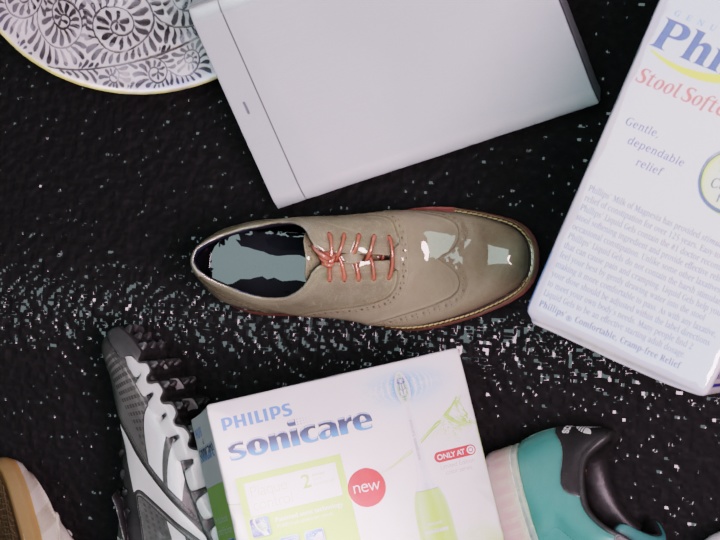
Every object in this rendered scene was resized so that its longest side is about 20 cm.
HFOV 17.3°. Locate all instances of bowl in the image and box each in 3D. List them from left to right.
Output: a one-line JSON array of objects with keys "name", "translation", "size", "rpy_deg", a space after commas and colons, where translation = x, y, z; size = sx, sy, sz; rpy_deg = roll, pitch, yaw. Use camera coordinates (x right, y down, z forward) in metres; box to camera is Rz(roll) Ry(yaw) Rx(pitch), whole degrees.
[{"name": "bowl", "translation": [-0.127, -0.210, 1.357], "size": [0.200, 0.094, 0.201], "rpy_deg": [-5, 126, -7]}]

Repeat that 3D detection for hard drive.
[{"name": "hard drive", "translation": [0.020, -0.124, 1.333], "size": [0.200, 0.027, 0.132], "rpy_deg": [-18, 112, 15]}]

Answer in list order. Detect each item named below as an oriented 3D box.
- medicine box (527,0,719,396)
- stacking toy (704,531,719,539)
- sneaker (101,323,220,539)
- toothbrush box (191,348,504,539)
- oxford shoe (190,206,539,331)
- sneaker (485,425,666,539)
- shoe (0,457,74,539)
[{"name": "medicine box", "translation": [0.186, -0.044, 1.227], "size": [0.103, 0.182, 0.200], "rpy_deg": [24, 95, 16]}, {"name": "stacking toy", "translation": [0.267, 0.174, 1.245], "size": [0.200, 0.146, 0.147], "rpy_deg": [8, 90, 36]}, {"name": "sneaker", "translation": [-0.115, 0.130, 1.371], "size": [0.090, 0.066, 0.200], "rpy_deg": [-31, 82, 11]}, {"name": "toothbrush box", "translation": [0.001, 0.158, 1.299], "size": [0.145, 0.086, 0.201], "rpy_deg": [-12, 83, -11]}, {"name": "oxford shoe", "translation": [0.000, 0.000, 1.337], "size": [0.199, 0.075, 0.071], "rpy_deg": [-5, 86, 16]}, {"name": "sneaker", "translation": [0.136, 0.181, 1.292], "size": [0.080, 0.071, 0.200], "rpy_deg": [-23, 80, 19]}, {"name": "shoe", "translation": [-0.183, 0.207, 1.402], "size": [0.070, 0.053, 0.200], "rpy_deg": [-28, 74, 47]}]
